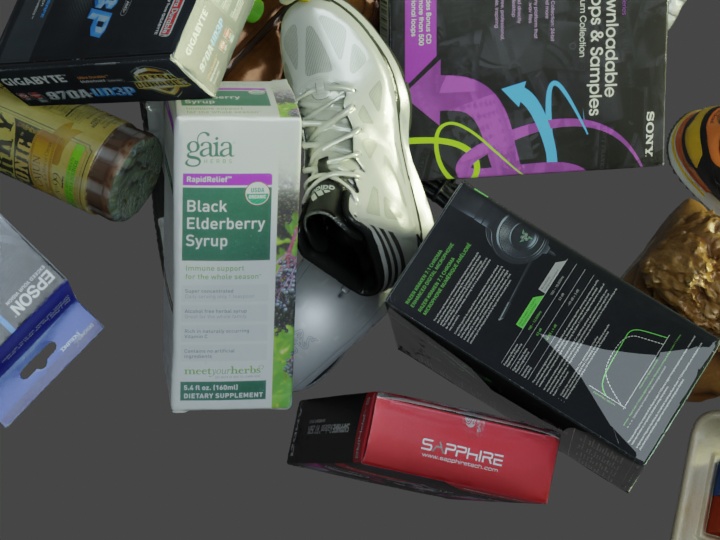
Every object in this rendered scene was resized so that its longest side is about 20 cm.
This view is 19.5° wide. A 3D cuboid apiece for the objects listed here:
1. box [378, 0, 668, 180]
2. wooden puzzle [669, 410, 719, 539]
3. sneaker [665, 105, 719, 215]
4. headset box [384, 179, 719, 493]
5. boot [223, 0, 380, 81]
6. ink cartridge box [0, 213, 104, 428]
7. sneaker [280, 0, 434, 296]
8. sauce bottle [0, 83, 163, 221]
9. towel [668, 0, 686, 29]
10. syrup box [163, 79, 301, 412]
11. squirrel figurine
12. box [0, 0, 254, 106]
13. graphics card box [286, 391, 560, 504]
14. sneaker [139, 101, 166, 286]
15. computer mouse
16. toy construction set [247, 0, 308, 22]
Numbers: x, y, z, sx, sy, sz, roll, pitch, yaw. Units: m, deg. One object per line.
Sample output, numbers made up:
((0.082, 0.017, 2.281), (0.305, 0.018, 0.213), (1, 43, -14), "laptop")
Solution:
((0.112, -0.137, 1.427), (0.200, 0.036, 0.143), (-5, 106, -14), "box")
((0.311, 0.217, 1.508), (0.185, 0.046, 0.200), (16, 82, -13), "wooden puzzle")
((0.311, -0.043, 1.505), (0.200, 0.090, 0.070), (41, 77, -8), "sneaker")
((0.113, 0.043, 1.328), (0.200, 0.174, 0.093), (32, 82, 10), "headset box")
((-0.033, -0.139, 1.434), (0.188, 0.068, 0.200), (41, 79, -12), "boot")
((-0.268, 0.001, 1.375), (0.200, 0.039, 0.099), (44, 76, -8), "ink cartridge box")
((-0.010, -0.078, 1.351), (0.076, 0.115, 0.201), (-17, 100, 19), "sneaker")
((-0.225, -0.094, 1.347), (0.200, 0.065, 0.065), (23, 79, 18), "sauce bottle")
((0.179, -0.280, 1.494), (0.165, 0.086, 0.200), (28, 81, -10), "towel")
((-0.083, -0.017, 1.331), (0.079, 0.081, 0.200), (-1, 113, -9), "syrup box")
((0.266, 0.046, 1.429), (0.187, 0.200, 0.142), (39, 70, 4), "squirrel figurine")
((-0.127, -0.196, 1.288), (0.046, 0.159, 0.200), (43, 59, -44), "box")
((0.036, 0.116, 1.363), (0.125, 0.200, 0.051), (13, 83, -15), "graphics card box")
((-0.104, -0.081, 1.385), (0.080, 0.074, 0.200), (-8, 113, -4), "sneaker")
((0.000, 0.000, 1.443), (0.110, 0.044, 0.200), (41, 77, -10), "computer mouse")
((-0.092, -0.244, 1.385), (0.092, 0.131, 0.200), (27, 38, -36), "toy construction set")
